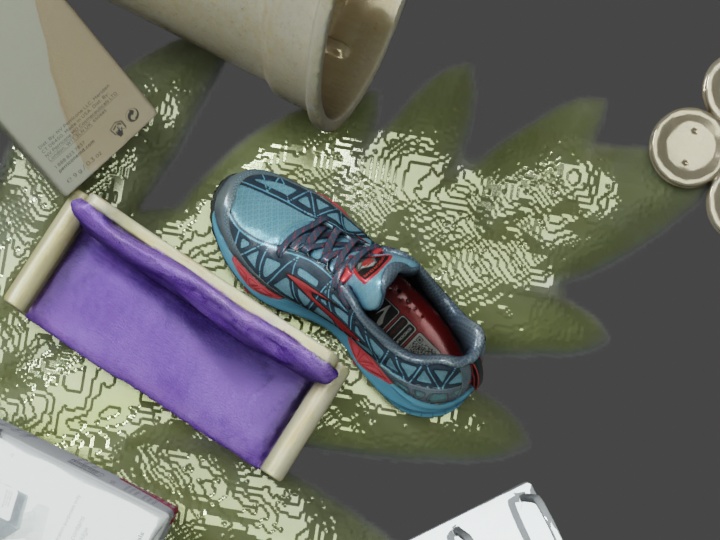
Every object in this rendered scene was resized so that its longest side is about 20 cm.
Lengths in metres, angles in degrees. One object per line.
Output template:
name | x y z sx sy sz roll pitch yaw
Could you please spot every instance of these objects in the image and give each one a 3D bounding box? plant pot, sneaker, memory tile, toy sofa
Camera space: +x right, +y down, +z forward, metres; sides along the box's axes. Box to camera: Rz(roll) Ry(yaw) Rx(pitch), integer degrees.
plant pot | -0.072 -0.206 1.591 0.183 0.200 0.201 19 85 10
sneaker | 0.000 0.000 1.615 0.200 0.096 0.079 38 67 -1
memory tile | 0.291 -0.095 1.678 0.153 0.017 0.200 43 85 1
toy sofa | -0.110 0.039 1.612 0.200 0.098 0.083 33 85 0

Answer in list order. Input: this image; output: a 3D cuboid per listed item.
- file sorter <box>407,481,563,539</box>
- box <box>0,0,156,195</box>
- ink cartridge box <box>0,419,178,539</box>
file sorter | 0.047 0.231 1.590 0.199 0.125 0.139 -26 87 -4
box | -0.217 -0.148 1.576 0.078 0.095 0.200 -42 126 -5
ink cartridge box | -0.215 0.133 1.577 0.199 0.146 0.085 28 86 1
